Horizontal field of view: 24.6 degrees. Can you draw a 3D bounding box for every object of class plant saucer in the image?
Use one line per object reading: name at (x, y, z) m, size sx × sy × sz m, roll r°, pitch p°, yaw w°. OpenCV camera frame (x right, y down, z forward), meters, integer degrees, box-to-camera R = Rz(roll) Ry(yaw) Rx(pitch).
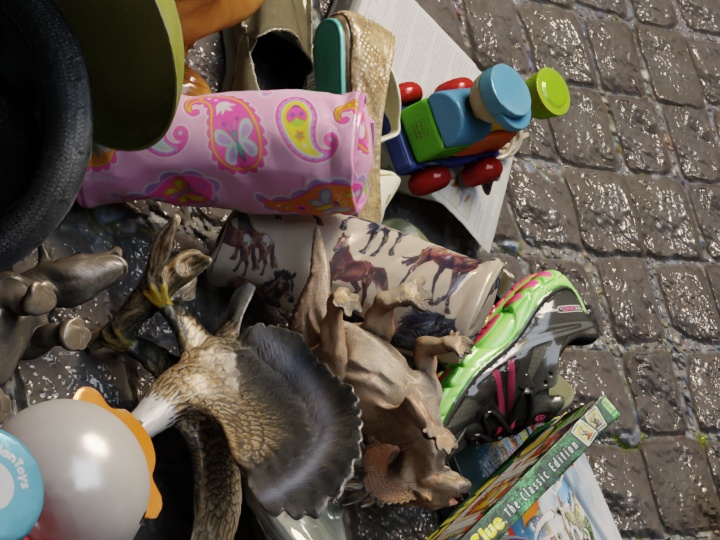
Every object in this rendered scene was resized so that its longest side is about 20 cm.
plant saucer at (-0.171, -0.164, 0.982) m, size 0.031 × 0.200 × 0.201 m, roll -40°, pitch 97°, yaw -33°

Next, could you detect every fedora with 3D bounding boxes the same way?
fedora at (-0.232, -0.082, 0.999) m, size 0.092 × 0.199 × 0.202 m, roll 39°, pitch 35°, yaw -69°

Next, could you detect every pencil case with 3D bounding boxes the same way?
pencil case at (-0.091, -0.080, 1.080) m, size 0.198 × 0.088 × 0.088 m, roll 2°, pitch 57°, yaw 8°
pencil case at (0.000, 0.000, 1.125) m, size 0.199 × 0.078 × 0.090 m, roll 18°, pitch 48°, yaw 10°

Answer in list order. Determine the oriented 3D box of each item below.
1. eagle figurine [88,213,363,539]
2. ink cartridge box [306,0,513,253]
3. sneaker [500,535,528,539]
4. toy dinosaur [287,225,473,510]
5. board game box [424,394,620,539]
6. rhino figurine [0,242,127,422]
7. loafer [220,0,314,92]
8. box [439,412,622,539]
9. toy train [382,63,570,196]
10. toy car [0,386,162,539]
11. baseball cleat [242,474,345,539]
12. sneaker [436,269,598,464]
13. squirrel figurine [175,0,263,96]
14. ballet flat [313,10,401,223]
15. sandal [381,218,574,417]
eagle figurine at (-0.090, 0.092, 1.020) m, size 0.151 × 0.152 × 0.200 m, roll -36°, pitch 75°, yaw -11°
ink cartridge box at (0.043, -0.125, 1.330) m, size 0.200 × 0.047 × 0.161 m, roll 43°, pitch 45°, yaw -29°
sneaker at (0.074, 0.251, 1.099) m, size 0.081 × 0.083 × 0.200 m, roll 47°, pitch 52°, yaw 1°
toy dinosaur at (0.000, 0.078, 1.065) m, size 0.200 × 0.135 × 0.086 m, roll 51°, pitch 44°, yaw 3°
board game box at (0.087, 0.164, 1.123) m, size 0.200 × 0.105 × 0.023 m, roll -41°, pitch 87°, yaw -28°
rhino figurine at (-0.208, 0.031, 0.983) m, size 0.200 × 0.087 × 0.060 m, roll -44°, pitch 120°, yaw -45°
loafer at (-0.060, -0.161, 1.228) m, size 0.075 × 0.070 × 0.201 m, roll 23°, pitch 54°, yaw -31°
box at (0.129, 0.191, 1.233) m, size 0.136 × 0.038 × 0.201 m, roll -15°, pitch 79°, yaw -44°
toy train at (0.116, -0.122, 1.281) m, size 0.199 × 0.115 × 0.085 m, roll -12°, pitch 82°, yaw -50°
toy car at (-0.166, 0.145, 0.886) m, size 0.200 × 0.184 × 0.178 m, roll -33°, pitch 92°, yaw -46°
baseball cleat at (-0.038, 0.208, 1.055) m, size 0.069 × 0.107 × 0.200 m, roll 15°, pitch 29°, yaw -44°
sneaker at (0.097, 0.088, 1.162) m, size 0.084 × 0.077 × 0.200 m, roll 44°, pitch 75°, yaw -4°
squirrel figurine at (-0.143, -0.204, 1.092) m, size 0.199 × 0.186 × 0.143 m, roll -3°, pitch 70°, yaw -42°
ballet flat at (0.001, -0.086, 1.203) m, size 0.065 × 0.070 × 0.202 m, roll 0°, pitch 97°, yaw -33°
sandal at (0.083, 0.033, 1.237) m, size 0.201 × 0.057 × 0.080 m, roll 47°, pitch 37°, yaw 7°
